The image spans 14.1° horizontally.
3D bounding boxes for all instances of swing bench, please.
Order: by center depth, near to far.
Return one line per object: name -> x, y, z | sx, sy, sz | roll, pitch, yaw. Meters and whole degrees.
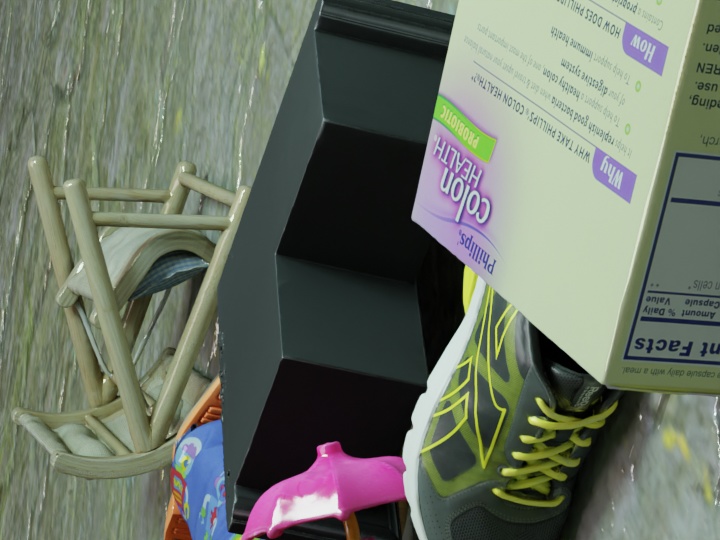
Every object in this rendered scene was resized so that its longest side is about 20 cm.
swing bench -> -0.158, 0.030, 1.974 | 0.199, 0.129, 0.201 | -154, 67, -73

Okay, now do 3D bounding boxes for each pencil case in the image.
pencil case -> -0.054, 0.145, 1.629 | 0.200, 0.078, 0.087 | -126, 47, -68

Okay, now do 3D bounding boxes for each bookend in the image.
bookend -> 0.000, 0.000, 1.434 | 0.199, 0.092, 0.201 | -97, 23, -54

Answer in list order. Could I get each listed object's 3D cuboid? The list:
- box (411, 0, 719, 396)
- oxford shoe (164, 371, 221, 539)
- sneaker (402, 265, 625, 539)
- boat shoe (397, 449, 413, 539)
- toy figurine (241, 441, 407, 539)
box -> 0.113, -0.079, 1.051 | 0.176, 0.096, 0.201 | -138, 57, -60
oxford shoe -> -0.082, 0.099, 1.771 | 0.200, 0.071, 0.073 | 116, 161, -49
sneaker -> 0.071, 0.056, 1.231 | 0.085, 0.074, 0.201 | -137, 51, -62
boat shoe -> -0.007, 0.182, 1.460 | 0.069, 0.071, 0.201 | 58, -143, -43
toy figurine -> 0.003, 0.176, 1.331 | 0.200, 0.149, 0.185 | 74, -168, -47
